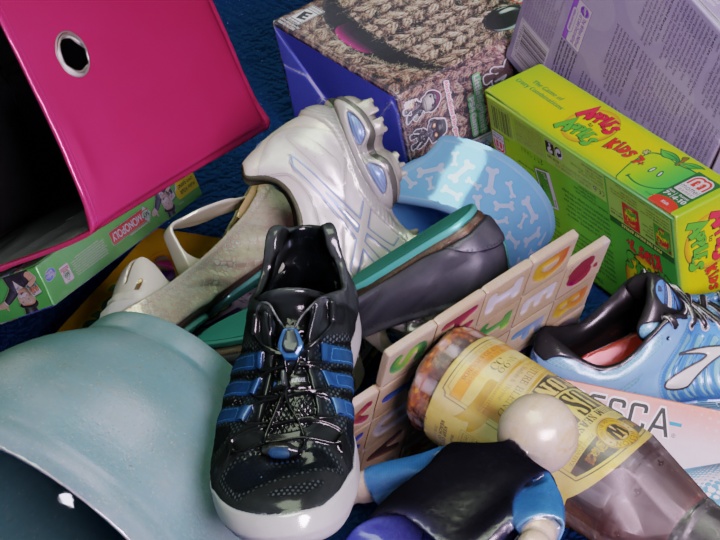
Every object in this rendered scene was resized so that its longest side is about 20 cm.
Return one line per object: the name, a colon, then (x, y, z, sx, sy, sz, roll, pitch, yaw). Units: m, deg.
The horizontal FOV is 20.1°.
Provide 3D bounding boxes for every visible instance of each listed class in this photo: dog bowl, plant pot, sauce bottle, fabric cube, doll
dog bowl: (0.024, -0.036, 1.300, 0.200, 0.112, 0.050, 11, 55, 29)
plant pot: (-0.128, 0.107, 1.046, 0.200, 0.201, 0.134, 13, 49, 32)
sauce bottle: (0.116, 0.099, 1.016, 0.200, 0.066, 0.066, 30, 50, 24)
fabric cube: (-0.213, -0.118, 1.261, 0.200, 0.197, 0.199, -17, 11, 36)
doll: (0.030, 0.124, 0.938, 0.136, 0.049, 0.200, 14, 49, 47)

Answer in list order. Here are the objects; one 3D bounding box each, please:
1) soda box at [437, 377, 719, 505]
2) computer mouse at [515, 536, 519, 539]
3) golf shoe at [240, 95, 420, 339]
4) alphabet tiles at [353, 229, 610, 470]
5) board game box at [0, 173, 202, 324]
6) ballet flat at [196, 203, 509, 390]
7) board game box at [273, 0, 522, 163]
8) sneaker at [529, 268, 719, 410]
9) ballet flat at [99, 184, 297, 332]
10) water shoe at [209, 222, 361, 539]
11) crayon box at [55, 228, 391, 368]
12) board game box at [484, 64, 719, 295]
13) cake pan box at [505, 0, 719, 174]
soda box: (0.142, 0.101, 1.075, 0.199, 0.064, 0.069, 10, 80, 24)
computer mouse: (0.100, 0.148, 1.039, 0.140, 0.046, 0.200, 8, 7, -24)
golf shoe: (0.000, 0.000, 1.206, 0.097, 0.200, 0.078, -27, -2, -12)
alphabet tiles: (0.054, 0.056, 1.120, 0.200, 0.167, 0.006, -32, 66, -25)
board game box: (-0.203, -0.009, 1.309, 0.134, 0.029, 0.200, -17, 13, 29)
ballet flat: (-0.002, 0.032, 1.137, 0.200, 0.073, 0.073, -25, 30, 23)
board game box: (0.068, -0.152, 1.452, 0.200, 0.097, 0.159, -30, 39, -23)
sneaker: (0.186, 0.040, 1.154, 0.199, 0.090, 0.078, -19, 35, -10)
ballet flat: (-0.108, 0.009, 1.200, 0.200, 0.062, 0.067, -38, -1, -40)
water shoe: (-0.038, 0.049, 0.978, 0.071, 0.079, 0.200, -5, 33, 4)
crayon box: (-0.102, 0.061, 1.238, 0.172, 0.058, 0.200, 10, 40, 28)
board game box: (0.157, -0.043, 1.268, 0.048, 0.102, 0.200, -26, 38, -19)
cake pan box: (0.177, -0.135, 1.271, 0.052, 0.200, 0.184, -26, 63, -24)
